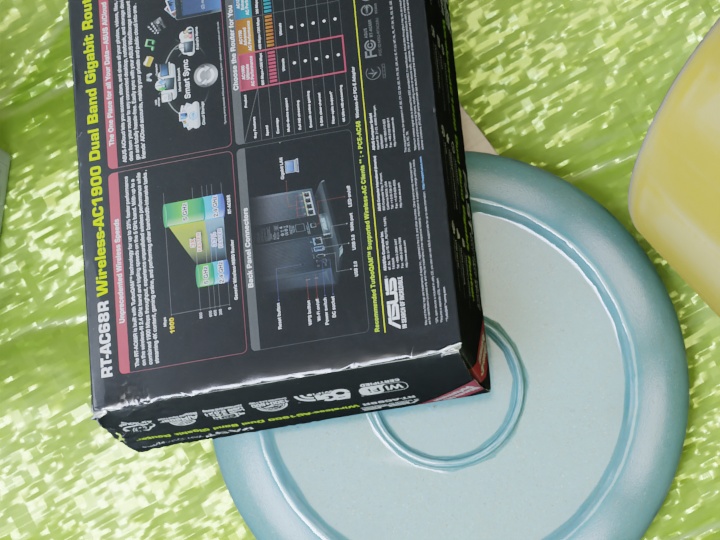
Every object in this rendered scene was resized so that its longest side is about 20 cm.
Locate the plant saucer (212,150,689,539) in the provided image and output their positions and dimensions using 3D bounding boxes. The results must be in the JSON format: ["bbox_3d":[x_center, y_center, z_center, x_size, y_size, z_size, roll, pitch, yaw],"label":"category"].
[{"bbox_3d":[0.035,0.049,1.106,0.199,0.027,0.201,0,85,3],"label":"plant saucer"}]

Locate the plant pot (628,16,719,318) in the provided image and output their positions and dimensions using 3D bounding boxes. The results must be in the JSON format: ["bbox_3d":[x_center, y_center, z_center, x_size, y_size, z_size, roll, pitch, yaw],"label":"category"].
[{"bbox_3d":[0.214,-0.020,1.038,0.189,0.201,0.201,37,89,21],"label":"plant pot"}]

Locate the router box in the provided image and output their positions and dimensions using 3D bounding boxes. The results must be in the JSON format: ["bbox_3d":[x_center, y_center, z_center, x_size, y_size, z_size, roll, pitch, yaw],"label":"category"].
[{"bbox_3d":[-0.035,-0.037,1.081,0.149,0.062,0.201,-9,69,11],"label":"router box"}]

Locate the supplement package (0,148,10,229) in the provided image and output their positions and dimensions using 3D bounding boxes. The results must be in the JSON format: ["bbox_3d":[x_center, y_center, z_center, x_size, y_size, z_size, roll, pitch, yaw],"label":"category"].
[{"bbox_3d":[-0.220,-0.010,1.059,0.117,0.200,0.117,8,85,5],"label":"supplement package"}]

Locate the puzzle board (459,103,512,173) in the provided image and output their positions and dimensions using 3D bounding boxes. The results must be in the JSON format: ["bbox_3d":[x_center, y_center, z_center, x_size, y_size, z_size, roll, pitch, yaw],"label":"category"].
[{"bbox_3d":[0.000,0.000,1.134,0.151,0.017,0.200,-37,84,-1],"label":"puzzle board"}]
